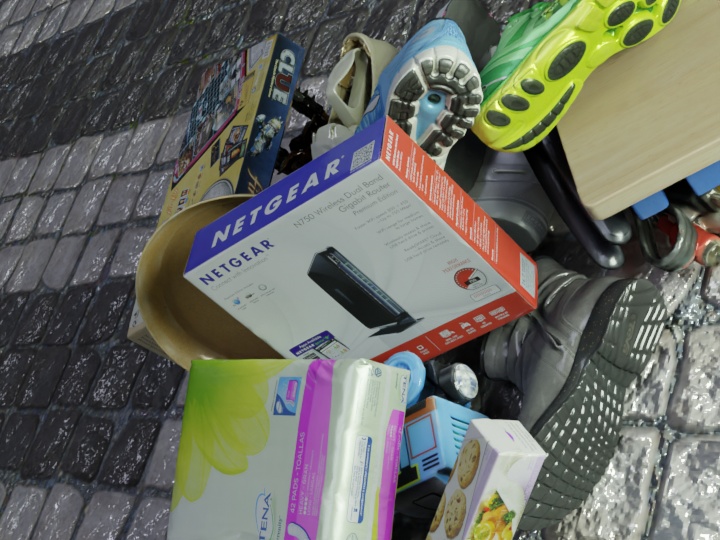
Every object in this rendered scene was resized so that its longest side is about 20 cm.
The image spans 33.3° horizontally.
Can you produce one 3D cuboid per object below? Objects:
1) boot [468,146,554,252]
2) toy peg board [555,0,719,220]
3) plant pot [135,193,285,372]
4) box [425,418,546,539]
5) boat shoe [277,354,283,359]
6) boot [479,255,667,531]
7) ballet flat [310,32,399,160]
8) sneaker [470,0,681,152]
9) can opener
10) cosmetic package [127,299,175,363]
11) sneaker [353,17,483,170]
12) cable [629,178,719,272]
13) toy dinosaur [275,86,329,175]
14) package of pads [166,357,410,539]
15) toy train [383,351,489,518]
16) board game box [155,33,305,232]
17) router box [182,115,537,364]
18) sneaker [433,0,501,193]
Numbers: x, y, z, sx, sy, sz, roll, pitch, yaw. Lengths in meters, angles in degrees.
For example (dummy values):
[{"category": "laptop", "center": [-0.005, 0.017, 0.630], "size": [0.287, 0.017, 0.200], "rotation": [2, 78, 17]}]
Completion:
[{"category": "boot", "center": [0.087, -0.068, 1.037], "size": [0.199, 0.074, 0.096], "rotation": [4, 59, 40]}, {"category": "toy peg board", "center": [0.246, -0.128, 0.854], "size": [0.199, 0.098, 0.200], "rotation": [-29, 42, 20]}, {"category": "plant pot", "center": [-0.085, 0.018, 0.995], "size": [0.200, 0.200, 0.028], "rotation": [-35, 24, 24]}, {"category": "box", "center": [0.066, 0.191, 0.794], "size": [0.041, 0.039, 0.201], "rotation": [53, 131, 53]}, {"category": "boat shoe", "center": [-0.067, 0.097, 1.076], "size": [0.200, 0.057, 0.069], "rotation": [-43, 37, 15]}, {"category": "boot", "center": [0.130, 0.086, 0.872], "size": [0.200, 0.070, 0.131], "rotation": [-56, 29, -14]}, {"category": "ballet flat", "center": [-0.012, -0.126, 1.059], "size": [0.069, 0.069, 0.201], "rotation": [-14, 53, 42]}, {"category": "sneaker", "center": [0.146, -0.174, 0.846], "size": [0.200, 0.074, 0.084], "rotation": [-42, 43, 4]}, {"category": "can opener", "center": [0.151, -0.079, 0.924], "size": [0.078, 0.063, 0.200], "rotation": [-22, 58, -8]}, {"category": "cosmetic package", "center": [-0.121, 0.024, 1.140], "size": [0.200, 0.103, 0.073], "rotation": [-29, 42, 42]}, {"category": "sneaker", "center": [0.035, -0.102, 0.890], "size": [0.200, 0.078, 0.090], "rotation": [124, 160, -44]}, {"category": "cable", "center": [0.221, -0.046, 0.894], "size": [0.097, 0.050, 0.200], "rotation": [-54, 25, -3]}, {"category": "toy dinosaur", "center": [-0.049, -0.115, 1.181], "size": [0.102, 0.135, 0.200], "rotation": [-59, 11, -7]}, {"category": "package of pads", "center": [-0.057, 0.146, 0.894], "size": [0.199, 0.068, 0.155], "rotation": [-4, 74, 46]}, {"category": "toy train", "center": [0.013, 0.143, 0.928], "size": [0.200, 0.087, 0.115], "rotation": [-31, 50, 32]}, {"category": "board game box", "center": [-0.124, -0.107, 1.109], "size": [0.135, 0.035, 0.201], "rotation": [-12, 59, 51]}, {"category": "router box", "center": [0.000, 0.000, 0.899], "size": [0.200, 0.179, 0.049], "rotation": [-28, 35, 33]}, {"category": "sneaker", "center": [0.059, -0.126, 1.008], "size": [0.086, 0.080, 0.201], "rotation": [-16, 49, 60]}]
